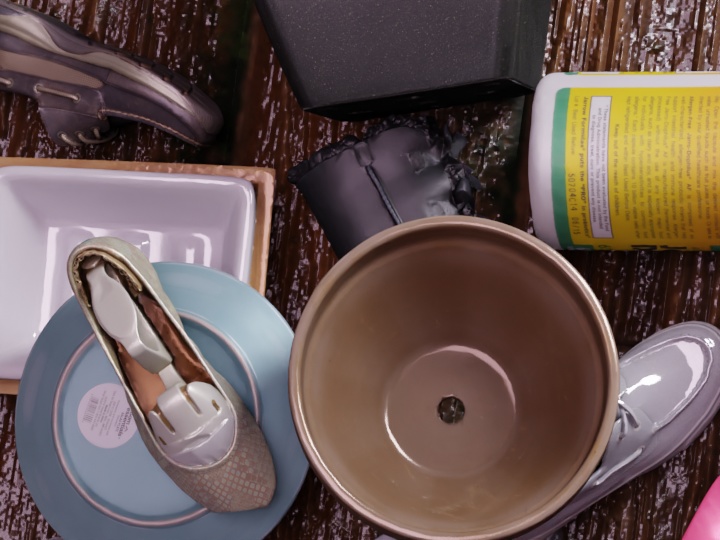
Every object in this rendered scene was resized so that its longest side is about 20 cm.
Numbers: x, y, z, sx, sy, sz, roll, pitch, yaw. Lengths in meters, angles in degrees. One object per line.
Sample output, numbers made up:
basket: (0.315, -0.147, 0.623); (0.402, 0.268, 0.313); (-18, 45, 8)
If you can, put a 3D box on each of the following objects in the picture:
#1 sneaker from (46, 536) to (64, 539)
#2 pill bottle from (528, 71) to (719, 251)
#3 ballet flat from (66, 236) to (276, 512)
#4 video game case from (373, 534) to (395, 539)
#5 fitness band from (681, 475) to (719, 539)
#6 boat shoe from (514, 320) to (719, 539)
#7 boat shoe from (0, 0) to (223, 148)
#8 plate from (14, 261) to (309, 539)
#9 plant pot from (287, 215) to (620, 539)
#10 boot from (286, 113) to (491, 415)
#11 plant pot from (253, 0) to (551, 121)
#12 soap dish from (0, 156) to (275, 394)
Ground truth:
sneaker: (-0.159, 0.261, 1.726); (0.072, 0.114, 0.201); (-34, 77, 4)
pill bottle: (0.211, -0.068, 1.696); (0.199, 0.113, 0.113); (0, 81, 12)
ballet flat: (-0.124, 0.067, 1.667); (0.067, 0.062, 0.200); (-36, 79, 6)
video game case: (0.023, 0.266, 1.700); (0.200, 0.024, 0.183); (-33, 75, 25)
fitness band: (0.193, 0.219, 1.636); (0.037, 0.144, 0.201); (23, 87, 14)
boat shoe: (0.148, 0.101, 1.704); (0.199, 0.069, 0.072); (-33, 75, 6)
boat shoe: (-0.181, -0.118, 1.821); (0.199, 0.074, 0.074); (26, 97, 24)
plate: (-0.126, 0.093, 1.709); (0.199, 0.026, 0.201); (-1, 85, 11)
plant pot: (0.055, 0.076, 1.652); (0.200, 0.093, 0.202); (0, 73, 0)
boot: (-0.001, 0.000, 1.753); (0.197, 0.073, 0.163); (-24, 79, 1)
plant pot: (0.028, -0.193, 1.725); (0.198, 0.200, 0.179); (-8, 89, 11)
soap dish: (-0.154, 0.009, 1.781); (0.199, 0.081, 0.158); (3, 81, 13)
